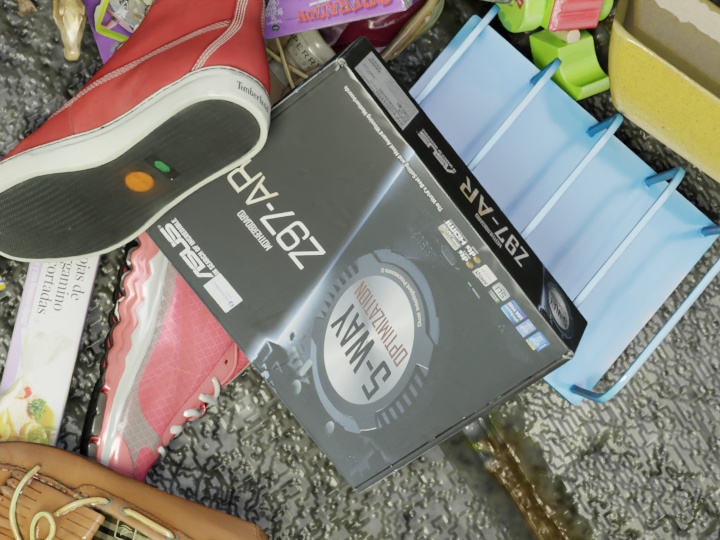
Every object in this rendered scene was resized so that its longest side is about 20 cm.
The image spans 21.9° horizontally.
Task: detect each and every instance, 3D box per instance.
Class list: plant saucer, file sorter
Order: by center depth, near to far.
[{"bbox_3d":[0.101,-0.038,1.069,0.200,0.123,0.139,41,87,-1],"label":"file sorter"},{"bbox_3d":[0.222,-0.094,1.095,0.199,0.200,0.049,35,114,-3],"label":"plant saucer"}]

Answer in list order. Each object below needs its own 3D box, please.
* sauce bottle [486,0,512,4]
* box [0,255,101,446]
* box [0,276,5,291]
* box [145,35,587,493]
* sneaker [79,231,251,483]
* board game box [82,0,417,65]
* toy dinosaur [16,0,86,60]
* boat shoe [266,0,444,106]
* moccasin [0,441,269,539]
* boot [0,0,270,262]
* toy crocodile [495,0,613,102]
[{"bbox_3d":[0.076,-0.250,1.032,0.064,0.065,0.202,10,100,-8],"label":"sauce bottle"},{"bbox_3d":[-0.183,0.058,1.060,0.038,0.041,0.202,13,79,-8],"label":"box"},{"bbox_3d":[-0.300,0.023,1.004,0.199,0.064,0.070,-25,86,-30],"label":"box"},{"bbox_3d":[0.000,0.000,1.007,0.160,0.044,0.200,-34,99,28],"label":"box"},{"bbox_3d":[-0.105,0.060,1.056,0.086,0.074,0.202,13,80,-10],"label":"sneaker"},{"bbox_3d":[-0.074,-0.186,1.041,0.199,0.032,0.121,-8,106,26],"label":"board game box"},{"bbox_3d":[-0.209,-0.205,1.061,0.058,0.101,0.200,-41,90,-12],"label":"toy dinosaur"},{"bbox_3d":[-0.032,-0.129,1.098,0.200,0.066,0.074,-40,90,-12],"label":"boat shoe"},{"bbox_3d":[-0.148,0.147,0.983,0.200,0.078,0.074,22,115,0],"label":"moccasin"},{"bbox_3d":[-0.129,-0.095,1.015,0.072,0.199,0.145,41,35,-38],"label":"boot"},{"bbox_3d":[0.126,-0.199,1.105,0.067,0.062,0.201,-9,118,-24],"label":"toy crocodile"}]
